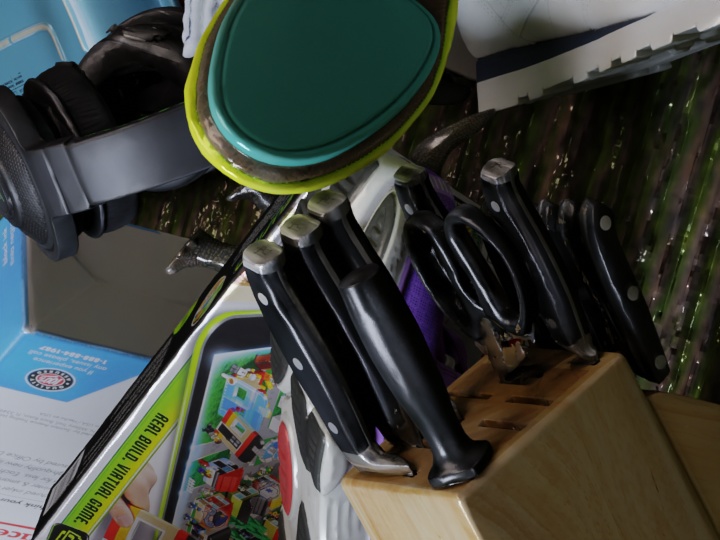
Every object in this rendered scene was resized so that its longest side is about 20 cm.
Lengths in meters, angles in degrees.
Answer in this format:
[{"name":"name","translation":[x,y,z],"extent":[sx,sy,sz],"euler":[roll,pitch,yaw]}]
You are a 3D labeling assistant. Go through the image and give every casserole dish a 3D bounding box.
[{"name":"casserole dish","translation":[-0.127,-0.086,1.096],"extent":[0.200,0.039,0.121],"euler":[-10,102,64]}]

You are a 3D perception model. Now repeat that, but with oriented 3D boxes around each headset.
[{"name":"headset","translation":[-0.098,-0.064,0.941],"extent":[0.200,0.123,0.094],"euler":[-10,107,42]}]

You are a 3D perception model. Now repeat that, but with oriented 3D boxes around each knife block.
[{"name":"knife block","translation":[0.038,0.074,0.728],"extent":[0.064,0.175,0.201],"euler":[1,79,59]}]

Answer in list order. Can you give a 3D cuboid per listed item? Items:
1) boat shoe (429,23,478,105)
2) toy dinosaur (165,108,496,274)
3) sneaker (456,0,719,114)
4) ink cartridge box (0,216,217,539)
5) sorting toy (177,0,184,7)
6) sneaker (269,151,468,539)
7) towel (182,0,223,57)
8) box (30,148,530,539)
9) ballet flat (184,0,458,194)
[{"name":"boat shoe","translation":[0.038,-0.158,0.924],"extent":[0.200,0.075,0.093],"euler":[-66,17,-2]},{"name":"toy dinosaur","translation":[0.000,0.000,0.914],"extent":[0.200,0.102,0.077],"euler":[-40,8,33]},{"name":"sneaker","translation":[0.091,-0.105,0.791],"extent":[0.200,0.076,0.081],"euler":[-15,88,54]},{"name":"ink cartridge box","translation":[-0.135,0.060,1.068],"extent":[0.200,0.116,0.067],"euler":[-43,44,41]},{"name":"sorting toy","translation":[-0.079,-0.130,1.049],"extent":[0.200,0.036,0.186],"euler":[-2,108,56]},{"name":"sneaker","translation":[0.017,0.049,0.821],"extent":[0.081,0.083,0.200],"euler":[-116,22,-54]},{"name":"towel","translation":[-0.004,-0.169,0.829],"extent":[0.200,0.024,0.147],"euler":[-62,-1,-13]},{"name":"box","translation":[-0.018,0.051,0.880],"extent":[0.200,0.110,0.035],"euler":[-52,12,31]},{"name":"ballet flat","translation":[-0.004,-0.079,0.782],"extent":[0.067,0.067,0.200],"euler":[-57,6,50]}]
